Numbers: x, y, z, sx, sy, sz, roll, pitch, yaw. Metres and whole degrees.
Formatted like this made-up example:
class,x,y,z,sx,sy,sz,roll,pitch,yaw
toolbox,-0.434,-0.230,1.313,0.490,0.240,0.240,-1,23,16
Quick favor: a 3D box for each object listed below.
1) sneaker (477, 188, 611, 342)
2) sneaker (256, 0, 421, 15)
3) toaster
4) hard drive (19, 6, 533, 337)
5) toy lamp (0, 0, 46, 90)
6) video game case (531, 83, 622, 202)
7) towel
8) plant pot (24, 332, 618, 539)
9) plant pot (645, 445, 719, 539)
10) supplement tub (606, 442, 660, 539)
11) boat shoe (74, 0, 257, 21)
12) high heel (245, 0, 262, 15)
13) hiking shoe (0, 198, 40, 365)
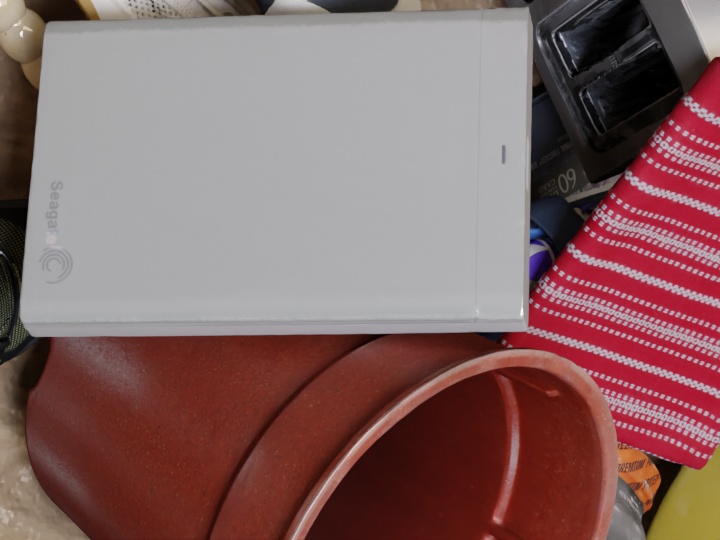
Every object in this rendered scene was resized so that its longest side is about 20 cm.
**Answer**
class,x,y,z,sx,sy,sz,roll,pitch,yaw
sneaker,0.126,-0.007,1.117,0.146,0.200,0.081,-19,88,-53
sneaker,-0.010,-0.182,1.023,0.130,0.079,0.199,62,42,-55
toaster,0.149,-0.152,1.128,0.119,0.200,0.181,-25,88,-23
hard drive,-0.032,-0.039,0.951,0.026,0.200,0.132,66,24,-69
toy lamp,-0.141,-0.098,1.020,0.058,0.058,0.200,-53,124,-21
video game case,0.126,-0.006,1.262,0.143,0.019,0.200,-31,112,-32
towel,0.159,0.002,1.086,0.145,0.022,0.200,21,117,-31
plant pot,-0.029,0.084,1.015,0.201,0.195,0.201,-25,130,-34
plant pot,0.277,0.182,1.259,0.201,0.189,0.201,-24,128,-36
supplement tub,0.060,0.165,1.162,0.123,0.123,0.200,42,68,-33
boat shoe,-0.110,-0.161,0.998,0.069,0.071,0.200,-32,124,8
high heel,-0.077,-0.141,1.060,0.200,0.067,0.096,47,55,-45
hiking shoe,-0.179,0.031,0.974,0.200,0.101,0.076,-31,113,-32
